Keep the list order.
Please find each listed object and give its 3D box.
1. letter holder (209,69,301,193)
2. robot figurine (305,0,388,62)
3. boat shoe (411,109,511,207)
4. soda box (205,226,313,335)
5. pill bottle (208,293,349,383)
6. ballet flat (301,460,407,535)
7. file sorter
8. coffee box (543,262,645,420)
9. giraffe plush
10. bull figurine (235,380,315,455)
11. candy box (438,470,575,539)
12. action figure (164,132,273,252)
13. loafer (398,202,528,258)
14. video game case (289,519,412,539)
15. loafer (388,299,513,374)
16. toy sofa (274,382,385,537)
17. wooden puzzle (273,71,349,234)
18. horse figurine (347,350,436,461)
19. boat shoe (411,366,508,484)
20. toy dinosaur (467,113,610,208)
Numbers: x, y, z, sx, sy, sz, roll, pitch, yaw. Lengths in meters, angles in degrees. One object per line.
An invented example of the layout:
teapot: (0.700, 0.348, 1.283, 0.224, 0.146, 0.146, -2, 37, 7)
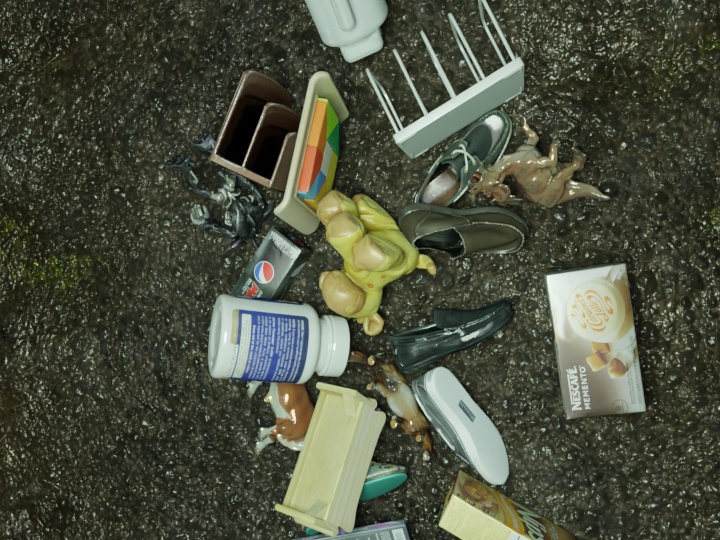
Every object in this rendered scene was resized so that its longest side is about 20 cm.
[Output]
letter holder: (-0.117, -0.198, 1.036, 0.098, 0.200, 0.146, 24, 96, 11)
robot figurine: (-0.029, -0.414, 1.027, 0.110, 0.172, 0.203, -21, 126, 9)
boat shoe: (0.153, -0.156, 1.045, 0.072, 0.068, 0.200, 44, 98, 8)
soda box: (-0.160, 0.032, 1.119, 0.063, 0.071, 0.202, 36, 99, 10)
pill bottle: (-0.120, 0.105, 1.043, 0.194, 0.119, 0.124, 8, 94, -20)
ballet flat: (-0.019, 0.338, 1.101, 0.198, 0.072, 0.073, -34, 84, 12)
file sorter: (0.121, -0.276, 1.013, 0.197, 0.139, 0.127, -30, 83, 12)
coffee box: (0.332, 0.099, 1.004, 0.111, 0.080, 0.207, -7, 90, 13)
giraffe plush: (0.000, 0.000, 1.050, 0.164, 0.197, 0.174, -54, 42, 23)
bull figurine: (-0.117, 0.220, 1.106, 0.119, 0.065, 0.205, -13, 78, -31)
candy box: (0.216, 0.379, 1.021, 0.196, 0.115, 0.057, 27, 98, 11)
action figure: (-0.215, -0.116, 1.113, 0.119, 0.101, 0.202, -44, 124, -17)
loafer: (0.151, -0.045, 1.018, 0.194, 0.074, 0.073, 3, 48, -7)
video game case: (-0.004, 0.473, 1.105, 0.194, 0.019, 0.147, -14, 104, 13)
loafer: (0.133, 0.088, 1.055, 0.197, 0.068, 0.072, -27, 95, 16)
toy sofa: (-0.041, 0.280, 1.044, 0.081, 0.097, 0.205, 3, 66, 38)
wooden puzzle: (-0.061, -0.161, 1.020, 0.036, 0.185, 0.206, 16, 86, 10)
horse figurine: (0.054, 0.195, 1.061, 0.050, 0.132, 0.202, -38, 72, 8)
boat shoe: (0.148, 0.240, 1.060, 0.067, 0.072, 0.202, -31, 100, 45)
toy dinosaur: (0.254, -0.130, 1.017, 0.196, 0.086, 0.138, 26, 109, -10)
